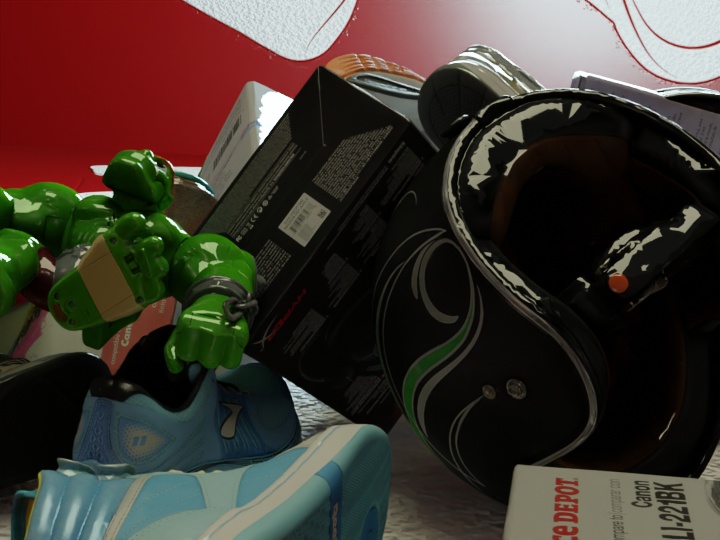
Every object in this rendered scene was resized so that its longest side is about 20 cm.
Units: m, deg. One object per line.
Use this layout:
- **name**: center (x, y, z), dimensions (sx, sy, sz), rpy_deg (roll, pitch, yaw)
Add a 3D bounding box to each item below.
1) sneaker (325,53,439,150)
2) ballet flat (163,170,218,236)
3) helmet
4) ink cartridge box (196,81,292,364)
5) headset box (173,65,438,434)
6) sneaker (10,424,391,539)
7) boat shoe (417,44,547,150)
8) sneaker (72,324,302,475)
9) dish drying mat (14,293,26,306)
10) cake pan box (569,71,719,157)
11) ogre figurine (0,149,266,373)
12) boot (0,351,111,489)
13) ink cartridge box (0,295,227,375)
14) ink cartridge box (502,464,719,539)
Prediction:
- **sneaker**: center (0.056, -0.071, 0.984), dimensions (0.199, 0.092, 0.076), rpy_deg (15, 25, -17)
- **ballet flat**: center (-0.132, -0.008, 0.983), dimensions (0.068, 0.068, 0.200), rpy_deg (10, -14, -12)
- **helmet**: center (0.100, 0.026, 0.769), dimensions (0.199, 0.201, 0.191), rpy_deg (4, -36, -5)
- **ink cartridge box**: center (-0.075, -0.029, 1.078), dimensions (0.084, 0.145, 0.200), rpy_deg (25, 19, -15)
- **headset box**: center (0.000, 0.000, 0.870), dimensions (0.077, 0.149, 0.200), rpy_deg (35, -2, 32)
- **sneaker**: center (-0.069, 0.103, 0.639), dimensions (0.130, 0.080, 0.200), rpy_deg (7, 9, 20)
- **boat shoe**: center (0.121, -0.050, 0.874), dimensions (0.202, 0.074, 0.065), rpy_deg (43, 42, 4)
- **sneaker**: center (-0.083, 0.072, 0.794), dimensions (0.078, 0.091, 0.200), rpy_deg (5, 9, 18)
- **dish drying mat**: center (-0.282, 0.030, 0.855), dimensions (0.199, 0.018, 0.077), rpy_deg (-24, -33, 5)
- **cake pan box**: center (0.195, -0.012, 0.939), dimensions (0.183, 0.201, 0.052), rpy_deg (13, 11, -4)
- **ogre figurine**: center (-0.132, -0.007, 0.735), dimensions (0.199, 0.099, 0.120), rpy_deg (-2, 8, 18)
- **boot**: center (-0.246, 0.083, 0.775), dimensions (0.153, 0.074, 0.203), rpy_deg (1, 10, 42)
- **ink cartridge box**: center (-0.186, 0.039, 0.931), dimensions (0.199, 0.068, 0.116), rpy_deg (5, -15, 17)
- **ink cartridge box**: center (0.141, 0.130, 0.502), dimensions (0.199, 0.084, 0.144), rpy_deg (3, 10, 8)
